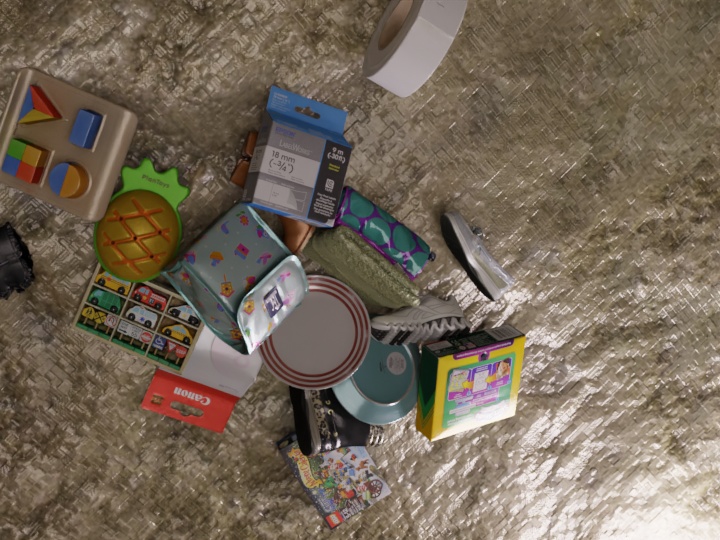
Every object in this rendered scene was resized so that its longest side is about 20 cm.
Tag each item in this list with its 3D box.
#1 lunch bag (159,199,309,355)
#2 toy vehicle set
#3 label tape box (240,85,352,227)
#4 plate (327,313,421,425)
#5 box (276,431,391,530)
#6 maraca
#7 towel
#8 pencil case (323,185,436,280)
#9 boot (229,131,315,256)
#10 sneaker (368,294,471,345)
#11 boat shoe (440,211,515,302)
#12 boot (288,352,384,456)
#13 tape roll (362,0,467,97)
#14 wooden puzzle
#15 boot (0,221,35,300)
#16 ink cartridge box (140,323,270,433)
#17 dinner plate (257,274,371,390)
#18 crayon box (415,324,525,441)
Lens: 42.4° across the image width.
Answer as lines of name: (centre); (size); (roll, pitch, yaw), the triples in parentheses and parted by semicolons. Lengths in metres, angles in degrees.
lunch bag: (-0.192, 0.016, 1.508); (0.200, 0.122, 0.170); (49, 56, -11)
toy vehicle set: (-0.363, 0.078, 1.542); (0.199, 0.027, 0.125); (24, 97, -4)
label tape box: (-0.095, -0.184, 1.493); (0.144, 0.063, 0.201); (15, 86, -24)
plate: (0.034, 0.172, 1.647); (0.200, 0.026, 0.201); (9, 72, -28)
box: (-0.048, 0.367, 1.724); (0.136, 0.038, 0.200); (-32, 110, -5)
maraca: (-0.350, -0.078, 1.490); (0.137, 0.107, 0.201); (18, 96, -14)
towel: (0.000, 0.000, 1.586); (0.200, 0.148, 0.037); (42, 63, -21)
pencil case: (0.029, -0.058, 1.602); (0.200, 0.093, 0.085); (35, 125, -19)
boot: (-0.143, -0.124, 1.546); (0.155, 0.077, 0.201); (17, 97, -20)
sneaker: (0.099, 0.086, 1.657); (0.199, 0.075, 0.081); (-1, 65, -29)
boat shoe: (0.210, -0.033, 1.669); (0.065, 0.074, 0.202); (-40, 114, -8)
boot: (-0.043, 0.225, 1.650); (0.153, 0.073, 0.204); (3, 69, -28)
tape roll: (0.084, -0.380, 1.472); (0.071, 0.202, 0.203); (27, 97, -19)
wooden puzzle: (-0.466, -0.194, 1.431); (0.199, 0.046, 0.186); (23, 98, 2)
boot: (-0.617, -0.031, 1.452); (0.162, 0.073, 0.199); (-21, 116, -6)
ink cartridge box: (-0.269, 0.180, 1.612); (0.162, 0.057, 0.201); (22, 93, -19)
dinner plate: (-0.081, 0.107, 1.602); (0.199, 0.024, 0.201); (0, 76, 2)
crayon box: (0.200, 0.203, 1.695); (0.199, 0.058, 0.173); (-10, 118, -30)
